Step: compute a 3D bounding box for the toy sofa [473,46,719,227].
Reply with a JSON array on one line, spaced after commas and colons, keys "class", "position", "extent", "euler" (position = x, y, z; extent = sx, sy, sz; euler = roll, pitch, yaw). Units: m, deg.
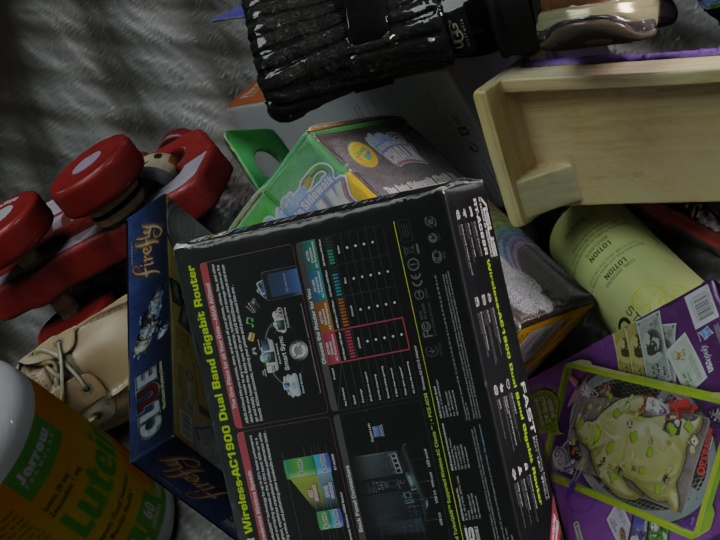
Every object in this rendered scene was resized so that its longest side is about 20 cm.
[{"class": "toy sofa", "position": [0.168, -0.080, 1.145], "extent": [0.200, 0.083, 0.098], "euler": [1, 28, 41]}]

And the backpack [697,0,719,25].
[{"class": "backpack", "position": [0.241, -0.207, 1.174], "extent": [0.183, 0.200, 0.147], "euler": [-47, 16, 4]}]

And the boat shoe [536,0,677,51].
[{"class": "boat shoe", "position": [0.129, -0.161, 1.171], "extent": [0.076, 0.074, 0.200], "euler": [-8, 8, 7]}]

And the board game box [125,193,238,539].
[{"class": "board game box", "position": [-0.083, 0.065, 1.313], "extent": [0.035, 0.135, 0.200], "euler": [-31, 39, 22]}]

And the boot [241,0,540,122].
[{"class": "boot", "position": [0.011, -0.166, 1.233], "extent": [0.158, 0.079, 0.211], "euler": [-15, 28, 7]}]

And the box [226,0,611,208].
[{"class": "box", "position": [0.039, -0.104, 1.335], "extent": [0.200, 0.098, 0.124], "euler": [-5, 33, 48]}]

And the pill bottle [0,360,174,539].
[{"class": "pill bottle", "position": [-0.217, 0.123, 1.342], "extent": [0.111, 0.200, 0.111], "euler": [-27, 42, 27]}]

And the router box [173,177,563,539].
[{"class": "router box", "position": [0.004, 0.066, 1.084], "extent": [0.150, 0.062, 0.200], "euler": [-11, 92, 23]}]

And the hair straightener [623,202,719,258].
[{"class": "hair straightener", "position": [0.193, -0.051, 1.210], "extent": [0.077, 0.041, 0.200], "euler": [-50, 31, -2]}]

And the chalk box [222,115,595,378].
[{"class": "chalk box", "position": [0.000, 0.000, 1.181], "extent": [0.200, 0.124, 0.124], "euler": [43, 112, 15]}]

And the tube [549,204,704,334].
[{"class": "tube", "position": [0.167, 0.030, 1.166], "extent": [0.200, 0.052, 0.058], "euler": [-125, 35, -48]}]

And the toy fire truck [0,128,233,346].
[{"class": "toy fire truck", "position": [-0.174, -0.039, 1.538], "extent": [0.200, 0.112, 0.168], "euler": [-29, 22, 23]}]

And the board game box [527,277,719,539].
[{"class": "board game box", "position": [0.156, 0.114, 1.083], "extent": [0.120, 0.032, 0.200], "euler": [-28, 52, 21]}]

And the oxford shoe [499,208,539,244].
[{"class": "oxford shoe", "position": [0.039, 0.046, 1.282], "extent": [0.200, 0.070, 0.075], "euler": [-44, 67, -1]}]

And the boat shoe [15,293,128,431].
[{"class": "boat shoe", "position": [-0.193, 0.079, 1.454], "extent": [0.200, 0.065, 0.071], "euler": [-40, 70, 21]}]

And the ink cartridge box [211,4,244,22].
[{"class": "ink cartridge box", "position": [0.026, -0.226, 1.462], "extent": [0.198, 0.047, 0.200], "euler": [-2, 21, 43]}]
